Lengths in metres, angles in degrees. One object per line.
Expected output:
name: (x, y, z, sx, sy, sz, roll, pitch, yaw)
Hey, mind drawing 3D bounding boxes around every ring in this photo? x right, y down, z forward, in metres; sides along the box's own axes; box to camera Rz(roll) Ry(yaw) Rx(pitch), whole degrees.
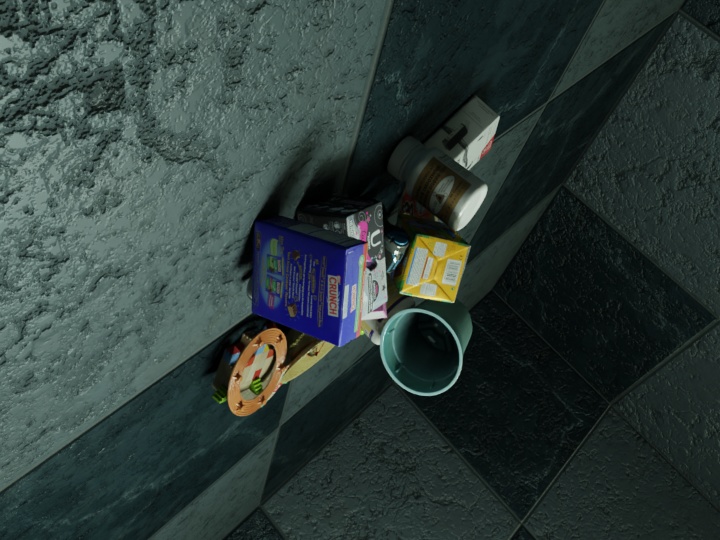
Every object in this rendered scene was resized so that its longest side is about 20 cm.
ring: (-0.218, 0.224, 1.377, 0.200, 0.019, 0.205, -45, 145, -43)

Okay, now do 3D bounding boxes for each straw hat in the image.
straw hat: (-0.136, 0.175, 1.530, 0.199, 0.086, 0.202, -37, 168, -9)

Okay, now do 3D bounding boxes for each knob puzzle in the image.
knob puzzle: (0.121, -0.121, 1.476, 0.030, 0.224, 0.222, -2, 144, -21)

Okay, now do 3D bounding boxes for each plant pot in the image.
plant pot: (0.171, 0.158, 1.483, 0.202, 0.199, 0.195, -55, 169, 27)

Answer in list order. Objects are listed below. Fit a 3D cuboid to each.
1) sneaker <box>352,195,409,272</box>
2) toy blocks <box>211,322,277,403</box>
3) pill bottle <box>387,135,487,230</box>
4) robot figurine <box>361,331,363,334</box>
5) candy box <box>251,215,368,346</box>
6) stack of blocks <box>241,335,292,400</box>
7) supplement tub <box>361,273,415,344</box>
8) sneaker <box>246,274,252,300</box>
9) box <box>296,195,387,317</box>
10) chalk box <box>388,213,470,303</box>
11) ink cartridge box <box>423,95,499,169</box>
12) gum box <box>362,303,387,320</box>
sneaker: (0.026, -0.080, 1.270, 0.071, 0.202, 0.084, 1, 127, -28)
toy blocks: (-0.246, 0.195, 1.408, 0.198, 0.099, 0.140, -18, 136, -59)
pill bottle: (0.156, -0.186, 1.309, 0.114, 0.199, 0.115, -44, 162, -19)
robot figurine: (0.040, 0.083, 1.791, 0.201, 0.116, 0.175, -47, 152, 2)
candy box: (-0.090, 0.014, 1.077, 0.076, 0.196, 0.174, -22, 124, -53)
stack of blocks: (-0.223, 0.267, 1.650, 0.201, 0.058, 0.115, -49, 163, 5)
supplement tub: (0.024, 0.065, 1.562, 0.145, 0.200, 0.146, -40, 163, -15)
sneaker: (-0.146, 0.021, 1.257, 0.198, 0.077, 0.113, -37, 160, -32)
box: (-0.030, -0.027, 1.198, 0.114, 0.129, 0.206, -29, 122, -46)
chalk box: (0.128, -0.035, 1.308, 0.200, 0.120, 0.128, -120, -138, -68)
ink cartridge box: (0.221, -0.282, 1.470, 0.199, 0.084, 0.145, -43, 164, -12)
gum box: (-0.045, 0.048, 1.344, 0.193, 0.117, 0.066, -7, 163, 8)
